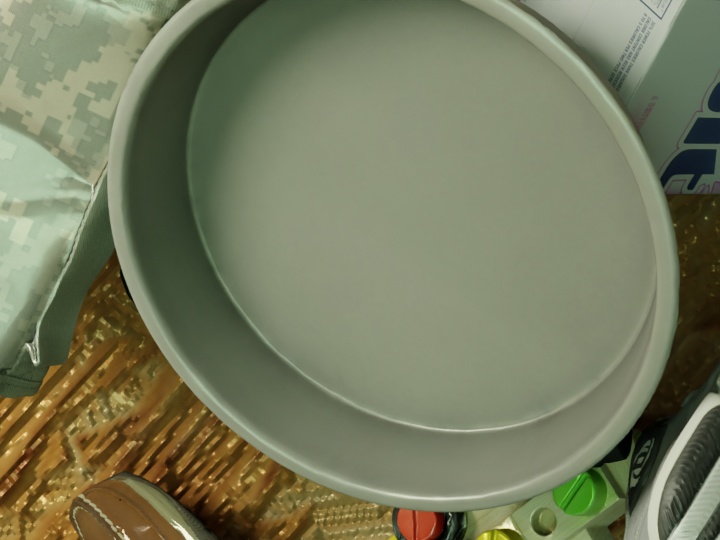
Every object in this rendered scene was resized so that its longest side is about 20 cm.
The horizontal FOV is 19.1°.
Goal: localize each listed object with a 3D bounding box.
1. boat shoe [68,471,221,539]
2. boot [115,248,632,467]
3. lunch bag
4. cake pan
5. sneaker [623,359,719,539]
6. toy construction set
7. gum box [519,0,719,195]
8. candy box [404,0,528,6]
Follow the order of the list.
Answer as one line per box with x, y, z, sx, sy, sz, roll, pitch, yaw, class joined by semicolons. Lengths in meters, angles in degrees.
-0.060;0.171;0.836;0.074;0.076;0.200;-30;70;-22;boat shoe
0.000;0.000;0.801;0.168;0.076;0.201;-20;73;12;boot
-0.151;-0.068;0.790;0.200;0.117;0.164;35;107;27;lunch bag
0.012;-0.014;0.706;0.200;0.037;0.201;11;121;19;cake pan
0.149;0.031;0.748;0.075;0.116;0.200;41;72;0;sneaker
0.081;0.125;0.823;0.200;0.092;0.131;-34;69;7;toy construction set
0.135;-0.123;0.706;0.066;0.113;0.200;50;127;35;gum box
0.080;-0.165;0.718;0.200;0.116;0.055;-35;52;-9;candy box
